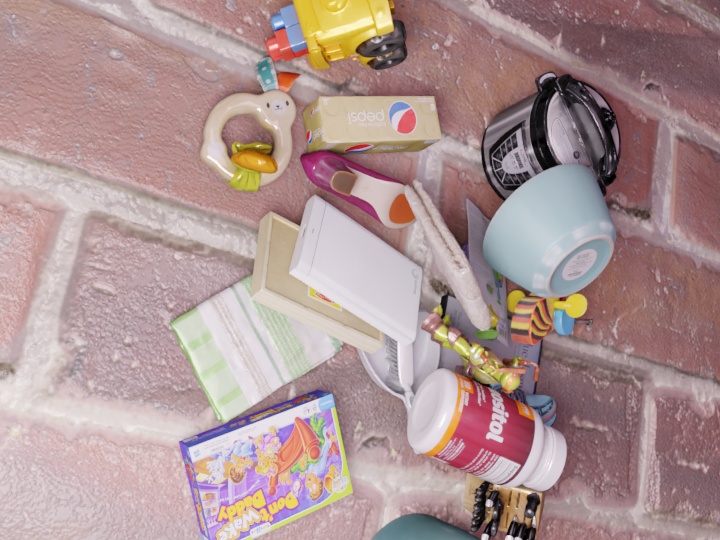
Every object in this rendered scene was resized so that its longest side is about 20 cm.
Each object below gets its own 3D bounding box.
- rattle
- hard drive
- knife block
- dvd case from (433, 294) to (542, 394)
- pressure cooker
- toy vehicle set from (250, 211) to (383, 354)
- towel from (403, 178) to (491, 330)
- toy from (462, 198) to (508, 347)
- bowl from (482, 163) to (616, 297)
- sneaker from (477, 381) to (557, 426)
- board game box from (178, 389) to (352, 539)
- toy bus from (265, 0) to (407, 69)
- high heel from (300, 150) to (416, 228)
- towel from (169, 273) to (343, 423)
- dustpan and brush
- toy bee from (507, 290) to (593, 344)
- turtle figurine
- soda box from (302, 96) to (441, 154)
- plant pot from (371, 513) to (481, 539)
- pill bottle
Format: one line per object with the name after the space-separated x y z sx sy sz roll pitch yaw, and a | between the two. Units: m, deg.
-0.122 -0.212 0.995 0.129 0.143 0.202 33 72 1 | rattle
0.000 0.000 1.036 0.198 0.027 0.134 34 44 -24 | hard drive
0.231 0.329 1.063 0.196 0.175 0.065 6 94 -28 | knife block
0.195 0.137 1.172 0.197 0.017 0.146 21 71 -25 | dvd case
0.305 -0.200 1.187 0.174 0.199 0.182 23 71 -25 | pressure cooker
-0.051 0.017 1.015 0.198 0.026 0.126 27 47 -29 | toy vehicle set
0.118 -0.024 1.053 0.034 0.202 0.133 -28 136 3 | towel
0.179 0.008 1.157 0.115 0.047 0.204 33 46 -46 | toy
0.284 -0.040 1.088 0.197 0.203 0.106 -7 46 -29 | bowl
0.203 0.189 1.105 0.196 0.079 0.098 -1 104 -20 | sneaker
-0.114 0.248 0.957 0.197 0.045 0.137 -16 98 -30 | board game box
-0.038 -0.340 1.062 0.189 0.200 0.138 -20 89 6 | toy bus
0.004 -0.123 1.102 0.198 0.096 0.068 26 99 -44 | high heel
-0.133 0.085 1.000 0.198 0.031 0.151 -29 93 -27 | towel
0.062 0.152 1.071 0.137 0.057 0.205 1 81 -29 | dustpan and brush
0.291 0.044 1.190 0.199 0.128 0.111 -20 106 -68 | toy bee
0.164 0.120 1.046 0.065 0.160 0.199 -59 150 8 | turtle figurine
0.018 -0.211 1.110 0.197 0.064 0.069 -7 85 -30 | soda box
0.111 0.432 0.993 0.197 0.160 0.205 5 78 -27 | plant pot
0.170 0.218 1.014 0.197 0.113 0.115 25 70 -16 | pill bottle
